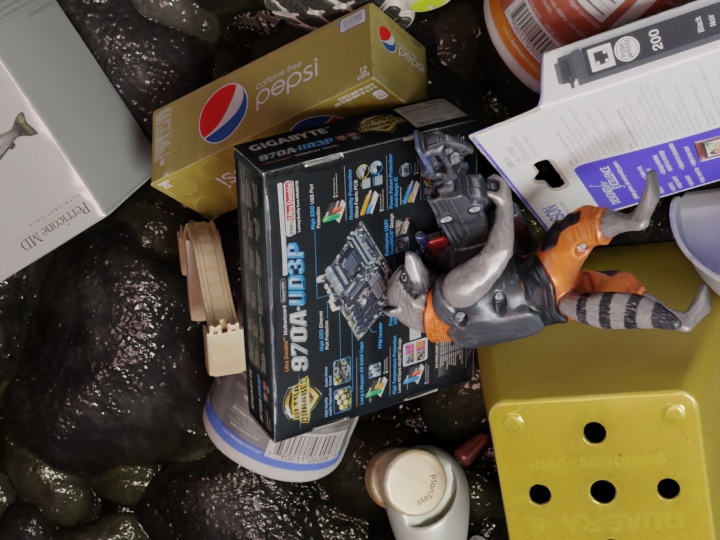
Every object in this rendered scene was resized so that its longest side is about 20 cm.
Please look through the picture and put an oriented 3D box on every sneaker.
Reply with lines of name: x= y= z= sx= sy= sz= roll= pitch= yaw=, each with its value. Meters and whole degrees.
sneaker: x=0.021 y=-0.212 z=1.091 sx=0.199 sy=0.086 sz=0.077 roll=-14 pitch=148 yaw=38

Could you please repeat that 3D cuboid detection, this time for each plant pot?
plant pot: x=0.176 y=0.108 z=1.114 sx=0.198 sy=0.177 sz=0.202 roll=-5 pitch=110 yaw=17

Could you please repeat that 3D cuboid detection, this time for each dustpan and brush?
dustpan and brush: x=0.263 y=-0.002 z=1.029 sx=0.138 sy=0.201 sz=0.057 roll=-7 pitch=138 yaw=19

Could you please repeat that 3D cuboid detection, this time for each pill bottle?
pill bottle: x=0.171 y=-0.198 z=0.995 sx=0.112 sy=0.112 sz=0.200 roll=42 pitch=137 yaw=-4
pill bottle: x=-0.035 y=0.042 z=1.181 sx=0.113 sy=0.114 sz=0.202 roll=23 pitch=116 yaw=5

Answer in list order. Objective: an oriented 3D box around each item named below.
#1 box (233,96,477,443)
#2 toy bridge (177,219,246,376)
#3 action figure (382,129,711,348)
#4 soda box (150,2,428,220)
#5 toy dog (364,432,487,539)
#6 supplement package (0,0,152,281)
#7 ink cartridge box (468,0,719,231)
box: x=0.000 y=0.000 z=1.072 sx=0.158 sy=0.046 sz=0.202 roll=-16 pitch=122 yaw=-25
toy bridge: x=-0.109 y=0.001 z=1.147 sx=0.027 sy=0.200 sz=0.068 roll=-7 pitch=113 yaw=-10
action figure: x=0.096 y=-0.004 z=0.995 sx=0.192 sy=0.106 sz=0.200 roll=-11 pitch=148 yaw=25
soda box: x=-0.051 y=-0.106 z=1.124 sx=0.199 sy=0.065 sz=0.068 roll=-21 pitch=146 yaw=31
toy dog: x=0.079 y=0.204 z=1.228 sx=0.096 sy=0.132 sz=0.202 roll=-25 pitch=114 yaw=-9
supplement package: x=-0.257 y=-0.116 z=1.177 sx=0.116 sy=0.117 sz=0.201 roll=-29 pitch=102 yaw=23
ink cartridge box: x=0.183 y=-0.097 z=1.023 sx=0.198 sy=0.198 sz=0.044 roll=-18 pitch=68 yaw=15
